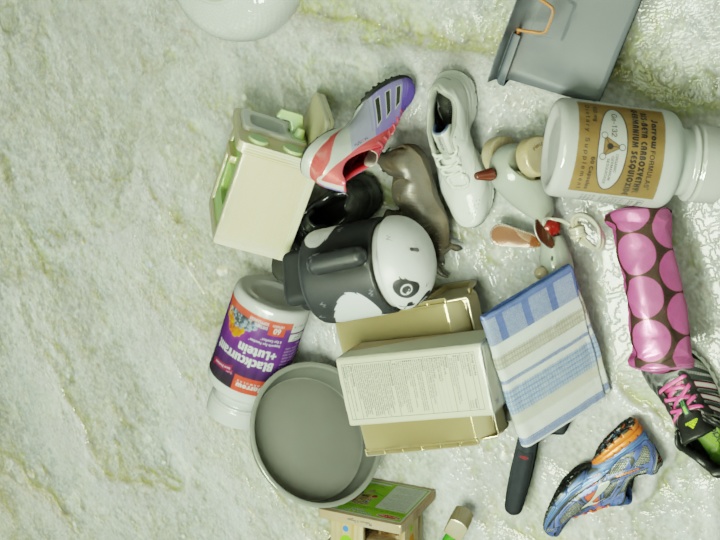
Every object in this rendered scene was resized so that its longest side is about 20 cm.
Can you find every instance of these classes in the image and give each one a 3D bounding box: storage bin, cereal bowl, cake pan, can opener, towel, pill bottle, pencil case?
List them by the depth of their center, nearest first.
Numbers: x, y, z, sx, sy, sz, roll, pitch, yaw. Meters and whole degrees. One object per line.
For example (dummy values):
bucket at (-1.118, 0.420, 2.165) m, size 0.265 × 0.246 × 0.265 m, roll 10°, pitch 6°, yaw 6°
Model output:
pill bottle at (0.316, -0.132, 1.455) m, size 0.198 × 0.114 × 0.115 m, roll 6°, pitch 107°, yaw -3°
storage bin at (0.248, -0.294, 1.471) m, size 0.134 × 0.146 × 0.201 m, roll 22°, pitch 111°, yaw 8°
pencil case at (0.343, 0.023, 1.501) m, size 0.094 × 0.090 × 0.202 m, roll 157°, pitch 108°, yaw -71°
towel at (0.230, 0.106, 1.554) m, size 0.024 × 0.146 × 0.201 m, roll 28°, pitch 144°, yaw 58°
can opener at (0.221, 0.232, 1.648) m, size 0.078 × 0.063 × 0.201 m, roll 21°, pitch 110°, yaw 19°
cereal bowl at (-0.174, -0.402, 1.665) m, size 0.199 × 0.083 × 0.202 m, roll 7°, pitch 106°, yaw 23°
storage bin at (0.084, 0.129, 1.671) m, size 0.197 × 0.094 × 0.202 m, roll -10°, pitch 98°, yaw 26°
cake pan at (-0.065, 0.226, 1.721) m, size 0.201 × 0.200 × 0.037 m, roll 58°, pitch 146°, yaw 2°
pill bottle at (-0.150, 0.118, 1.766) m, size 0.111 × 0.111 × 0.201 m, roll 27°, pitch 113°, yaw 17°

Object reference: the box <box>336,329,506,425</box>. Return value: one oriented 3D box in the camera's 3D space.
box at (0.080, 0.134, 1.577) m, size 0.199 × 0.078 × 0.096 m, roll -6°, pitch 100°, yaw 26°

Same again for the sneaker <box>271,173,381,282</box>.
sneaker at (-0.062, -0.055, 1.694) m, size 0.076 × 0.091 × 0.200 m, roll 48°, pitch 118°, yaw 11°

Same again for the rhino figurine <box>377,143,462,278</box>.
rhino figurine at (0.074, -0.076, 1.631) m, size 0.087 × 0.060 × 0.201 m, roll -5°, pitch 116°, yaw 44°

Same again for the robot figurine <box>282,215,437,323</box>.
robot figurine at (0.000, 0.001, 1.596) m, size 0.199 × 0.150 × 0.125 m, roll -11°, pitch 115°, yaw 25°

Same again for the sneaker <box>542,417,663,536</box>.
sneaker at (0.308, 0.281, 1.616) m, size 0.078 × 0.075 × 0.200 m, roll 43°, pitch 118°, yaw 6°

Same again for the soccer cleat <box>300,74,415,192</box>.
soccer cleat at (0.013, -0.170, 1.584) m, size 0.073 × 0.200 × 0.068 m, roll 33°, pitch 151°, yaw 26°

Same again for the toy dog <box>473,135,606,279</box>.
toy dog at (0.199, -0.074, 1.552) m, size 0.201 × 0.096 × 0.132 m, roll 60°, pitch 154°, yaw 6°

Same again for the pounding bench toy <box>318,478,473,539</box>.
pounding bench toy at (0.056, 0.392, 1.731) m, size 0.199 × 0.124 × 0.157 m, roll 6°, pitch 106°, yaw 24°

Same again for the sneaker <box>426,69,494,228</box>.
sneaker at (0.115, -0.149, 1.590) m, size 0.074 × 0.087 × 0.201 m, roll -10°, pitch 99°, yaw 26°

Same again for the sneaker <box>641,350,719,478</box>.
sneaker at (0.405, 0.170, 1.532) m, size 0.074 × 0.087 × 0.201 m, roll -36°, pitch 86°, yaw 28°

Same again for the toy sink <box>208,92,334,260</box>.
toy sink at (-0.124, -0.139, 1.657) m, size 0.111 × 0.131 × 0.201 m, roll 15°, pitch 114°, yaw -17°
